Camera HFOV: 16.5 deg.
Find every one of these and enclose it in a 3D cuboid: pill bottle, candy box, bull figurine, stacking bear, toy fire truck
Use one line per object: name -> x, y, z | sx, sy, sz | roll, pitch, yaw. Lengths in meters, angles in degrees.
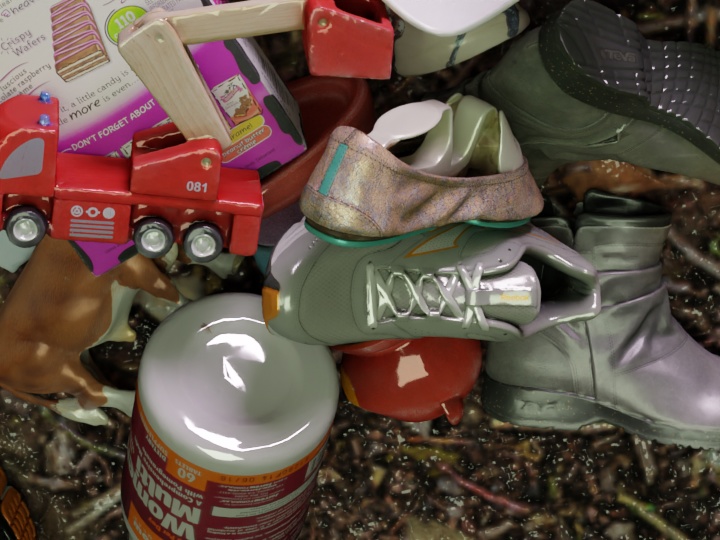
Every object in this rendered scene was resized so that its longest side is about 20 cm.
pill bottle -> -0.078, 0.108, 1.386 | 0.109, 0.110, 0.200 | 14, 145, -1
candy box -> -0.136, -0.115, 1.273 | 0.136, 0.061, 0.200 | -30, 117, 8
bull figurine -> -0.143, 0.004, 1.408 | 0.121, 0.065, 0.200 | 32, 123, -2
stacking bear -> 0.000, 0.000, 1.385 | 0.113, 0.122, 0.201 | -31, 116, -2
toy fire truck -> -0.090, -0.079, 1.235 | 0.198, 0.049, 0.142 | 5, 115, -9

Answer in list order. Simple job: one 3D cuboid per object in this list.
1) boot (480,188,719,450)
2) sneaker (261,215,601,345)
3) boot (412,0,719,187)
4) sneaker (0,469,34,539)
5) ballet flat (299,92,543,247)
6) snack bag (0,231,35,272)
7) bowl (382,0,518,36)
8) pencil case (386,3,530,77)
boot -> 0.167, 0.026, 1.404 | 0.198, 0.070, 0.133 | 4, 106, -2
sneaker -> 0.042, 0.005, 1.292 | 0.199, 0.092, 0.076 | -9, 108, -37
boot -> 0.134, -0.077, 1.366 | 0.199, 0.068, 0.130 | 23, 145, -33
sneaker -> -0.233, 0.190, 1.484 | 0.092, 0.076, 0.201 | -28, 104, 20
ballet flat -> 0.043, -0.054, 1.264 | 0.068, 0.200, 0.068 | 22, 107, 26
snack bag -> -0.205, -0.105, 1.360 | 0.188, 0.021, 0.200 | 28, 112, -38
bowl -> 0.051, -0.240, 1.198 | 0.199, 0.075, 0.200 | -38, 97, 25
pencil case -> 0.020, -0.197, 1.321 | 0.078, 0.089, 0.201 | -33, 110, -22
